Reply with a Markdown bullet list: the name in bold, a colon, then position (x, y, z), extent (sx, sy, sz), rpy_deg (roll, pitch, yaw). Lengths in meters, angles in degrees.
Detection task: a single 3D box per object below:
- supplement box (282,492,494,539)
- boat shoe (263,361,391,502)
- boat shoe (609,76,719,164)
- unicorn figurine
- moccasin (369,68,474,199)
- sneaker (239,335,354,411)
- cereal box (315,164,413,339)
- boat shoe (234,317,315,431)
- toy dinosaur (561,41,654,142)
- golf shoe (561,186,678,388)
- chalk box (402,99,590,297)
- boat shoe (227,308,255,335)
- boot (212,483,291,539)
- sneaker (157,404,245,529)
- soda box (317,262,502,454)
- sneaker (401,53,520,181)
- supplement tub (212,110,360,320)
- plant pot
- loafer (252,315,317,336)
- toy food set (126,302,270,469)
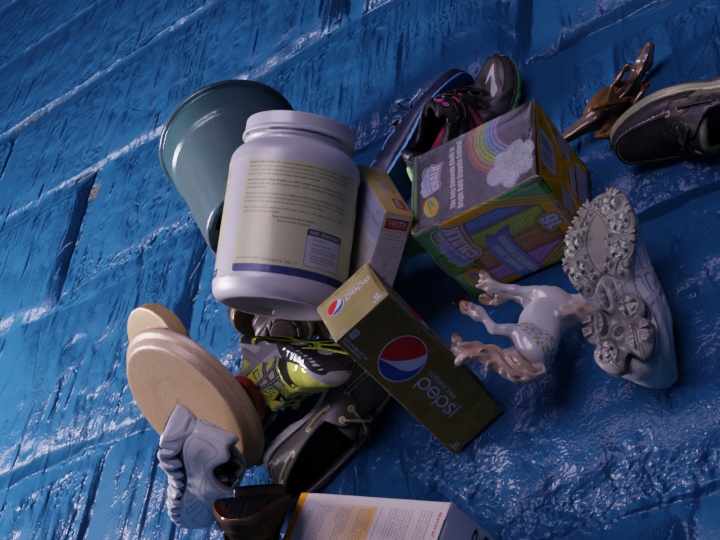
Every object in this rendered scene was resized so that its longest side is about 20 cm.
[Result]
- **supplement box**: position (0.011, 0.280, 1.109), extent (0.199, 0.073, 0.127), rpy_deg (-6, 51, 45)
- **boat shoe**: position (-0.020, 0.161, 1.269), extent (0.202, 0.072, 0.060), rpy_deg (-47, 34, 10)
- **boat shoe**: position (0.341, -0.146, 1.197), extent (0.200, 0.072, 0.066), rpy_deg (-18, 38, 28)
- **unicorn figurine**: position (0.171, 0.040, 1.158), extent (0.136, 0.074, 0.201), rpy_deg (15, 55, 19)
- **moccasin**: position (0.063, -0.175, 1.509), extent (0.200, 0.081, 0.068), rpy_deg (-51, 41, -9)
- **sneaker**: position (-0.065, 0.110, 1.265), extent (0.200, 0.075, 0.077), rpy_deg (1, 91, 63)
- **cereal box**: position (0.000, 0.000, 1.334), extent (0.144, 0.039, 0.201), rpy_deg (-116, 39, -62)
- **boat shoe**: position (-0.109, 0.135, 1.399), extent (0.072, 0.076, 0.200), rpy_deg (40, 104, 13)
- **toy dinosaur**: position (0.262, -0.169, 1.334), extent (0.200, 0.061, 0.106), rpy_deg (-38, 11, 2)
- **golf shoe**: position (0.243, 0.020, 1.105), extent (0.078, 0.097, 0.201), rpy_deg (-26, 47, 32)
- **chalk box**: position (0.133, -0.065, 1.291), extent (0.199, 0.124, 0.125), rpy_deg (-25, 41, 29)
- **boat shoe**: position (-0.101, -0.012, 1.515), extent (0.201, 0.072, 0.066), rpy_deg (-53, 36, -4)
- **boot**: position (-0.099, 0.263, 1.164), extent (0.074, 0.200, 0.098), rpy_deg (-4, 86, 2)
- **sneaker**: position (-0.162, 0.223, 1.281), extent (0.080, 0.201, 0.076), rpy_deg (13, 54, 9)
- **soda box**: position (0.050, 0.087, 1.153), extent (0.068, 0.200, 0.064), rpy_deg (-42, 34, 4)
- **sneaker**: position (0.123, -0.187, 1.456), extent (0.077, 0.084, 0.201), rpy_deg (20, 70, 51)
- **supplement tub**: position (-0.077, -0.057, 1.299), extent (0.144, 0.144, 0.202), rpy_deg (-5, 73, 44)
- **plant pot**: position (-0.153, -0.115, 1.596), extent (0.200, 0.200, 0.197), rpy_deg (-37, 43, 12)
- **loafer**: position (-0.062, 0.015, 1.455), extent (0.071, 0.073, 0.200), rpy_deg (27, 66, 42)
- **toy food set**: position (-0.181, 0.139, 1.320), extent (0.199, 0.199, 0.049), rpy_deg (25, 47, 24)
